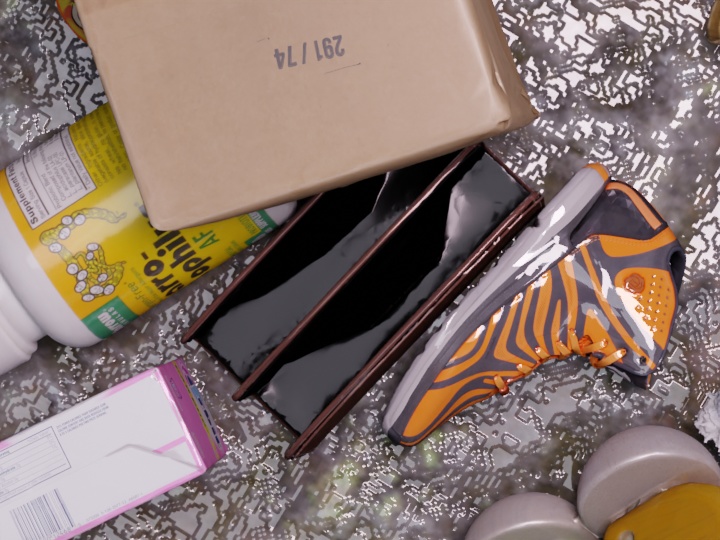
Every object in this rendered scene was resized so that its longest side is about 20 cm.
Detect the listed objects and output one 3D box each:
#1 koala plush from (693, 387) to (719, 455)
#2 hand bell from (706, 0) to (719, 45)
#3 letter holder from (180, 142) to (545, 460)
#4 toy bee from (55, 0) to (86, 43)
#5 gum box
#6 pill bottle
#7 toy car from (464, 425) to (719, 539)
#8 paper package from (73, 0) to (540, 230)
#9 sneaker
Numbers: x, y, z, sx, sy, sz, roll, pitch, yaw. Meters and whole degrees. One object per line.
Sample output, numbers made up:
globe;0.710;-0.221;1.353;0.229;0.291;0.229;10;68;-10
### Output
koala plush;0.301;0.100;1.513;0.177;0.184;0.200;-39;77;3
hand bell;0.307;-0.123;1.555;0.200;0.104;0.104;30;92;-11
letter holder;0.000;0.000;1.532;0.101;0.142;0.200;44;93;2
toy bee;-0.130;-0.170;1.568;0.131;0.200;0.109;-46;120;-30
gum box;-0.182;0.123;1.557;0.199;0.114;0.066;-26;90;3
pill bottle;-0.146;-0.027;1.555;0.200;0.113;0.113;-32;89;3
toy car;0.156;0.200;1.527;0.200;0.150;0.175;-32;46;25
paper package;-0.034;-0.135;1.425;0.199;0.103;0.191;-18;92;13
sneaker;0.108;0.044;1.558;0.112;0.078;0.200;42;93;3
